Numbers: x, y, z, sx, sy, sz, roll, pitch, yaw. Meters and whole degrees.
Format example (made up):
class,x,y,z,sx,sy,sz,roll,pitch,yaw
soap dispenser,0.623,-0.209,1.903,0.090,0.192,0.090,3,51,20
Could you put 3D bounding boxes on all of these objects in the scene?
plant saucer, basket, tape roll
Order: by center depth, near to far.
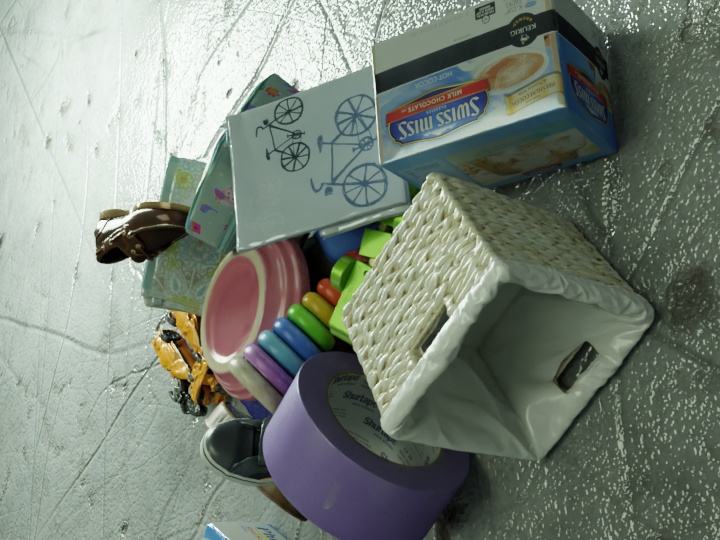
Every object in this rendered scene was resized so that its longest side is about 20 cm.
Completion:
class,x,y,z,sx,sy,sz,roll,pitch,yaw
basket,0.120,0.045,1.059,0.199,0.198,0.162,-57,37,26
tape roll,0.006,0.180,1.165,0.086,0.198,0.201,-59,42,25
plant saucer,-0.133,0.050,1.361,0.200,0.050,0.203,-27,55,48

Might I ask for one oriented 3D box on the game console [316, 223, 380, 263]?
class,x,y,z,sx,sy,sz,roll,pitch,yaw
game console,0.025,-0.132,1.308,0.199,0.119,0.171,-31,18,26

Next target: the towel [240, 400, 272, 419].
class,x,y,z,sx,sy,sz,roll,pitch,yaw
towel,-0.091,0.138,1.390,0.200,0.049,0.150,38,128,54

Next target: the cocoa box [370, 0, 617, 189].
class,x,y,z,sx,sy,sz,roll,pitch,yaw
cocoa box,0.127,-0.165,1.106,0.198,0.133,0.133,-15,69,30

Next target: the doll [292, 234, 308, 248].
class,x,y,z,sx,sy,sz,roll,pitch,yaw
doll,-0.085,-0.056,1.436,0.136,0.048,0.203,161,127,-79

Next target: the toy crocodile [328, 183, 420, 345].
class,x,y,z,sx,sy,sz,roll,pitch,yaw
toy crocodile,0.022,-0.019,1.202,0.067,0.062,0.203,20,89,32

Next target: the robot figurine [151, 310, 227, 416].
class,x,y,z,sx,sy,sz,roll,pitch,yaw
robot figurine,-0.226,0.110,1.597,0.200,0.058,0.147,45,117,48

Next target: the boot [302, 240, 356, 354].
class,x,y,z,sx,sy,sz,roll,pitch,yaw
boot,0.000,0.000,1.324,0.174,0.069,0.202,-43,51,36

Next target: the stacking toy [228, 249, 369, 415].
class,x,y,z,sx,sy,sz,roll,pitch,yaw
stacking toy,-0.048,0.061,1.250,0.200,0.086,0.085,-46,40,-7

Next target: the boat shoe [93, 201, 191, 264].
class,x,y,z,sx,sy,sz,roll,pitch,yaw
boat shoe,-0.271,-0.043,1.443,0.199,0.070,0.071,-8,69,52

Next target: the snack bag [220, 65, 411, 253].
class,x,y,z,sx,sy,sz,roll,pitch,yaw
snack bag,-0.050,-0.114,1.220,0.197,0.021,0.191,-17,59,13

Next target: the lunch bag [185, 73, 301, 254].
class,x,y,z,sx,sy,sz,roll,pitch,yaw
lunch bag,-0.130,-0.125,1.369,0.201,0.076,0.161,-62,1,-38

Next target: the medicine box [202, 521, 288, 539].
class,x,y,z,sx,sy,sz,roll,pitch,yaw
medicine box,-0.125,0.427,1.355,0.181,0.102,0.203,25,102,52

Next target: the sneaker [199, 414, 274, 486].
class,x,y,z,sx,sy,sz,roll,pitch,yaw
sneaker,-0.072,0.193,1.259,0.080,0.197,0.079,122,155,-48

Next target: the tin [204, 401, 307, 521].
class,x,y,z,sx,sy,sz,roll,pitch,yaw
tin,-0.116,0.226,1.387,0.042,0.112,0.200,-47,42,-4

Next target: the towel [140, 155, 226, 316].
class,x,y,z,sx,sy,sz,roll,pitch,yaw
towel,-0.191,-0.034,1.512,0.048,0.169,0.203,-84,7,-83
